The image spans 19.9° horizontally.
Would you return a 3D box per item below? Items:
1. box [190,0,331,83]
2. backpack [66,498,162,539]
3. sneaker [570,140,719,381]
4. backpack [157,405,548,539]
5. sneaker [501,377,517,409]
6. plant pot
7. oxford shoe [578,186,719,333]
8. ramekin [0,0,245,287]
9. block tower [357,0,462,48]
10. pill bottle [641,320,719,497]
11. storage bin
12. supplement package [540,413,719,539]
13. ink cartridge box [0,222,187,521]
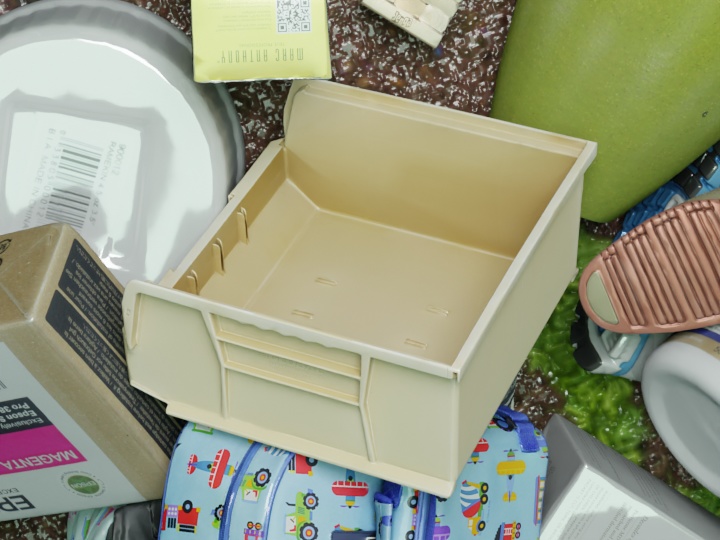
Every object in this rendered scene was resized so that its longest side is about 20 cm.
[{"bbox_3d":[-0.056,-0.139,1.139,0.075,0.200,0.051,-2,101,-2],"label":"box"},{"bbox_3d":[-0.113,0.203,1.231,0.166,0.126,0.202,-8,107,-23],"label":"backpack"},{"bbox_3d":[0.205,-0.020,1.252,0.086,0.075,0.201,22,98,-27],"label":"sneaker"},{"bbox_3d":[-0.010,0.146,1.134,0.199,0.134,0.184,9,89,-43],"label":"backpack"},{"bbox_3d":[0.060,0.045,1.243,0.080,0.075,0.202,3,100,-4],"label":"sneaker"},{"bbox_3d":[0.162,-0.134,1.180,0.186,0.187,0.201,28,111,-8],"label":"plant pot"},{"bbox_3d":[0.218,-0.018,1.178,0.199,0.074,0.071,-21,97,1],"label":"oxford shoe"},{"bbox_3d":[-0.166,-0.057,1.199,0.199,0.098,0.202,-1,100,-3],"label":"ramekin"},{"bbox_3d":[0.068,-0.233,1.205,0.058,0.054,0.201,30,96,-9],"label":"block tower"},{"bbox_3d":[0.272,0.040,1.211,0.200,0.116,0.116,-37,101,-20],"label":"pill bottle"},{"bbox_3d":[0.000,0.000,1.106,0.197,0.200,0.094,15,133,19],"label":"storage bin"},{"bbox_3d":[0.176,0.201,1.253,0.199,0.121,0.120,33,97,-8],"label":"supplement package"},{"bbox_3d":[-0.209,0.066,1.155,0.199,0.075,0.165,-12,134,27],"label":"ink cartridge box"}]
